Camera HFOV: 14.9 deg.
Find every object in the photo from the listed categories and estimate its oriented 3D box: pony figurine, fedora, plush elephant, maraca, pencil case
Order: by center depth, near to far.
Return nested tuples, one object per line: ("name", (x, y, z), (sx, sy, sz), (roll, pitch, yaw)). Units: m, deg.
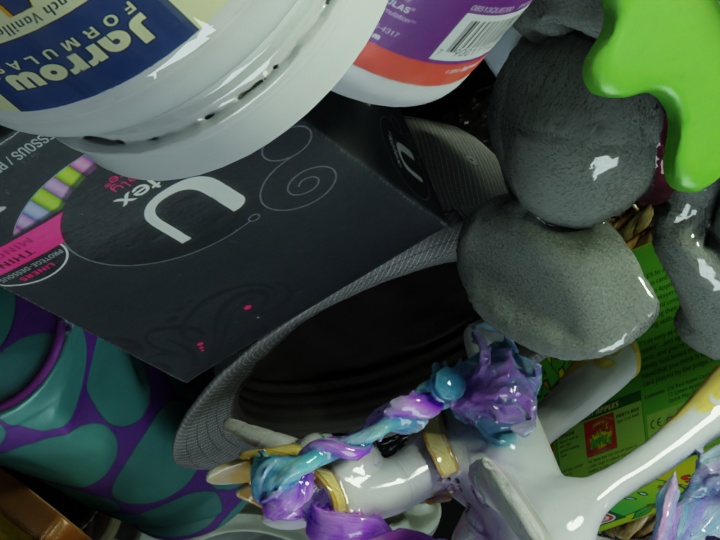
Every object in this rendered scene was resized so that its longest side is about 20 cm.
("maraca", (0.150, -0.116, 0.898), (0.137, 0.107, 0.200), (46, 76, -21))
("plush elephant", (0.113, -0.050, 1.009), (0.155, 0.200, 0.165), (19, 107, 1))
("pony figurine", (0.065, 0.098, 1.039), (0.200, 0.193, 0.167), (-20, 145, -27))
("fedora", (0.000, 0.000, 1.109), (0.200, 0.090, 0.177), (-12, 153, -32))
("pencil case", (-0.110, 0.045, 1.118), (0.085, 0.093, 0.200), (7, 164, 25))

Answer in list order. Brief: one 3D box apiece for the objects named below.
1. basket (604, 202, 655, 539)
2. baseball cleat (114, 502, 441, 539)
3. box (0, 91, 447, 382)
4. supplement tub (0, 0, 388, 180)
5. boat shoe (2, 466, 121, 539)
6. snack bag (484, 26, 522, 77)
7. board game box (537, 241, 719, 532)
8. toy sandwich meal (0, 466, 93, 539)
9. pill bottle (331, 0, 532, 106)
("basket", (0.165, 0.015, 1.284), (0.200, 0.149, 0.143), (-48, 175, 39))
("baseball cleat", (-0.063, 0.137, 1.330), (0.200, 0.070, 0.107), (-2, 137, -14))
("box", (-0.076, -0.056, 0.938), (0.122, 0.106, 0.200), (-31, 152, 17))
("supplement tub", (-0.091, -0.125, 0.722), (0.145, 0.145, 0.200), (-31, 137, 17))
("boat shoe", (-0.204, 0.121, 1.205), (0.200, 0.072, 0.072), (-15, 154, 1))
("snack bag", (0.103, -0.148, 0.994), (0.188, 0.021, 0.200), (-27, 154, 12))
("board game box", (0.154, 0.033, 1.144), (0.200, 0.102, 0.048), (-23, 149, 36))
("toy sandwich meal", (-0.106, 0.138, 1.112), (0.070, 0.205, 0.205), (-59, 155, -13))
("pill bottle", (0.038, -0.151, 0.836), (0.112, 0.113, 0.200), (6, 136, -42))
